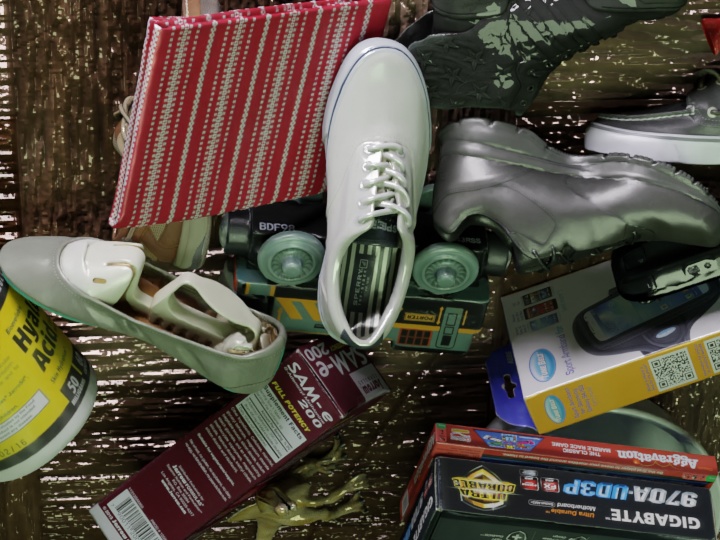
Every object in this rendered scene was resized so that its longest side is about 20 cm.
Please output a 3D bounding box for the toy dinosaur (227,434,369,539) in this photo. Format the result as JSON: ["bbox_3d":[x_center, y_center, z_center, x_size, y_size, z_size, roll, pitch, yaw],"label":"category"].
[{"bbox_3d":[-0.050,0.166,1.824,0.101,0.058,0.200,-21,165,-13],"label":"toy dinosaur"}]

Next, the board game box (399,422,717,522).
[{"bbox_3d":[0.135,0.152,1.737,0.199,0.020,0.103,7,142,-11],"label":"board game box"}]

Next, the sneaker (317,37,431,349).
[{"bbox_3d":[0.014,-0.046,1.603,0.073,0.071,0.201,0,102,-15],"label":"sneaker"}]

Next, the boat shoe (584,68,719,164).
[{"bbox_3d":[0.249,-0.104,1.672,0.199,0.070,0.067,2,96,7],"label":"boat shoe"}]

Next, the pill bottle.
[{"bbox_3d":[-0.275,0.040,1.684,0.111,0.111,0.200,-30,123,14],"label":"pill bottle"}]

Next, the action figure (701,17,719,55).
[{"bbox_3d":[0.326,-0.170,1.615,0.199,0.099,0.065,-12,127,-1],"label":"action figure"}]

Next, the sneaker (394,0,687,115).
[{"bbox_3d":[0.110,-0.149,1.628,0.199,0.060,0.105,0,124,0],"label":"sneaker"}]

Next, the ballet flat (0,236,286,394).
[{"bbox_3d":[-0.140,0.014,1.661,0.199,0.068,0.064,26,133,-6],"label":"ballet flat"}]

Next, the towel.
[{"bbox_3d":[-0.068,-0.103,1.587,0.200,0.022,0.145,-12,126,-42],"label":"towel"}]

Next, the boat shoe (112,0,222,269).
[{"bbox_3d":[-0.126,-0.086,1.636,0.071,0.076,0.201,6,123,-8],"label":"boat shoe"}]

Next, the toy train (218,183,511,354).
[{"bbox_3d":[0.000,0.000,1.709,0.199,0.085,0.114,4,134,-9],"label":"toy train"}]

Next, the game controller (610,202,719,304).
[{"bbox_3d":[0.266,-0.028,1.701,0.199,0.104,0.042,-18,100,6],"label":"game controller"}]

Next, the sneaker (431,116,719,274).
[{"bbox_3d":[0.140,-0.035,1.653,0.199,0.091,0.076,13,165,8],"label":"sneaker"}]

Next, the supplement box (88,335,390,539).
[{"bbox_3d":[-0.084,0.126,1.761,0.200,0.109,0.061,-37,85,18],"label":"supplement box"}]

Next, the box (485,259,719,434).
[{"bbox_3d":[0.180,0.040,1.730,0.199,0.119,0.042,-18,125,6],"label":"box"}]

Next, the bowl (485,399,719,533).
[{"bbox_3d":[0.157,0.152,1.823,0.200,0.091,0.202,-3,125,-4],"label":"bowl"}]

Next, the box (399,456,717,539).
[{"bbox_3d":[0.128,0.199,1.744,0.199,0.046,0.159,7,141,-11],"label":"box"}]
